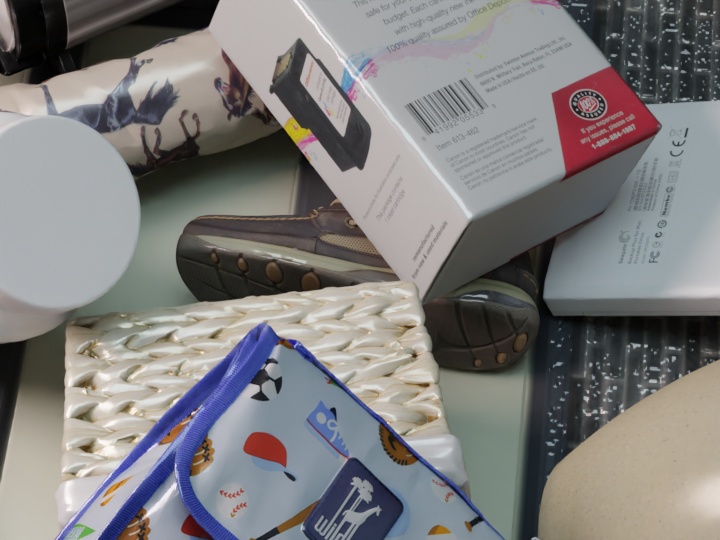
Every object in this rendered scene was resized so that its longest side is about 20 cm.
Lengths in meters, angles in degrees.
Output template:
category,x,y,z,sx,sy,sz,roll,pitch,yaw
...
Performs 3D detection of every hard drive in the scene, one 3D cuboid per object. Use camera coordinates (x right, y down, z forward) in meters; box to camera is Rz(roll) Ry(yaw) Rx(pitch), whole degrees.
category,x,y,z,sx,sy,sz,roll,pitch,yaw
hard drive,0.206,-0.035,1.347,0.199,0.026,0.133,-1,55,28

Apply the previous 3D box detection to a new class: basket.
category,x,y,z,sx,sy,sz,roll,pitch,yaw
basket,-0.050,0.095,1.255,0.198,0.136,0.124,-6,54,-2

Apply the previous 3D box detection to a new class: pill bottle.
category,x,y,z,sx,sy,sz,roll,pitch,yaw
pill bottle,-0.197,-0.018,1.276,0.116,0.200,0.117,4,82,-30

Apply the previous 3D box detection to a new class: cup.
category,x,y,z,sx,sy,sz,roll,pitch,yaw
cup,0.169,0.135,1.209,0.142,0.200,0.201,-8,55,25

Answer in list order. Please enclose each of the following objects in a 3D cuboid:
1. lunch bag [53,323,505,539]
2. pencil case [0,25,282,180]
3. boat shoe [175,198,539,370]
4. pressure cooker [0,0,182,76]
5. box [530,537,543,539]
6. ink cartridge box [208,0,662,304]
category,x,y,z,sx,sy,sz,roll,pitch,yaw
lunch bag,-0.048,0.148,1.117,0.170,0.124,0.200,43,88,-11
pencil case,-0.118,-0.092,1.401,0.199,0.089,0.078,-20,97,-10
boat shoe,0.000,0.000,1.354,0.199,0.075,0.074,12,49,-2
pressure cooker,-0.175,-0.218,1.421,0.199,0.179,0.176,-26,64,-15
box,0.051,0.248,1.064,0.104,0.183,0.200,35,65,20
ink cartridge box,0.037,-0.104,1.328,0.145,0.083,0.200,-26,69,-33
